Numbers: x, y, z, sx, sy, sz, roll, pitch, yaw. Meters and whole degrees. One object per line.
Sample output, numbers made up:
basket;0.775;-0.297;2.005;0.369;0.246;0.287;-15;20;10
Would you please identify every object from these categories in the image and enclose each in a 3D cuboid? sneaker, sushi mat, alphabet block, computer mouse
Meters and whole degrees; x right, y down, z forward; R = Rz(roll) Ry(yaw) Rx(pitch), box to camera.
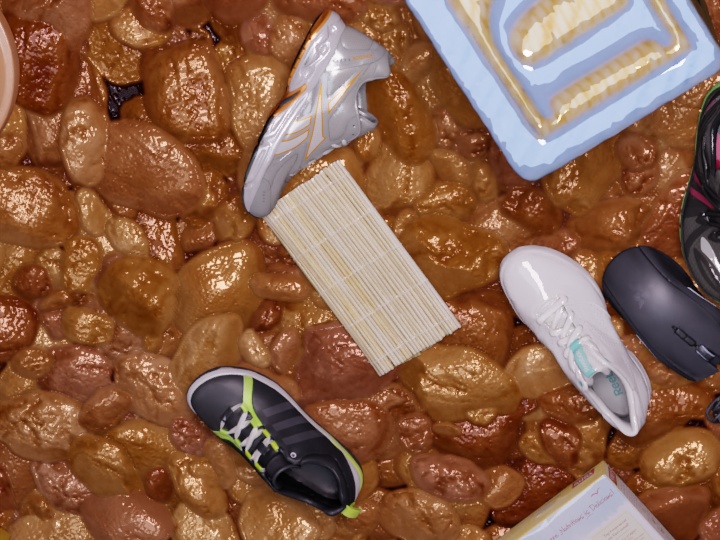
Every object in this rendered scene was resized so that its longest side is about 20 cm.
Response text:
sneaker;0.199;0.064;1.615;0.075;0.089;0.200;-37;100;18
sneaker;-0.038;-0.125;1.592;0.092;0.076;0.201;25;111;-7
sushi mat;0.000;0.000;1.659;0.095;0.012;0.200;-34;101;16
alphabet block;0.167;-0.220;1.464;0.195;0.200;0.197;-29;103;15
computer mouse;0.322;0.044;1.615;0.140;0.046;0.200;-38;100;19
sneaker;0.318;-0.065;1.553;0.076;0.084;0.202;0;104;8
sneaker;-0.077;0.164;1.687;0.199;0.083;0.072;33;109;-4

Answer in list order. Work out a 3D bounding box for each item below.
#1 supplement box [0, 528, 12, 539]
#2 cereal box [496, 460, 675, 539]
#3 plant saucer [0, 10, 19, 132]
supplement box;-0.476;0.301;1.724;0.199;0.197;0.133;30;110;-4
cereal box;0.243;0.299;1.715;0.144;0.040;0.200;-39;100;17
plant saucer;-0.414;-0.187;1.638;0.199;0.032;0.202;2;109;6
